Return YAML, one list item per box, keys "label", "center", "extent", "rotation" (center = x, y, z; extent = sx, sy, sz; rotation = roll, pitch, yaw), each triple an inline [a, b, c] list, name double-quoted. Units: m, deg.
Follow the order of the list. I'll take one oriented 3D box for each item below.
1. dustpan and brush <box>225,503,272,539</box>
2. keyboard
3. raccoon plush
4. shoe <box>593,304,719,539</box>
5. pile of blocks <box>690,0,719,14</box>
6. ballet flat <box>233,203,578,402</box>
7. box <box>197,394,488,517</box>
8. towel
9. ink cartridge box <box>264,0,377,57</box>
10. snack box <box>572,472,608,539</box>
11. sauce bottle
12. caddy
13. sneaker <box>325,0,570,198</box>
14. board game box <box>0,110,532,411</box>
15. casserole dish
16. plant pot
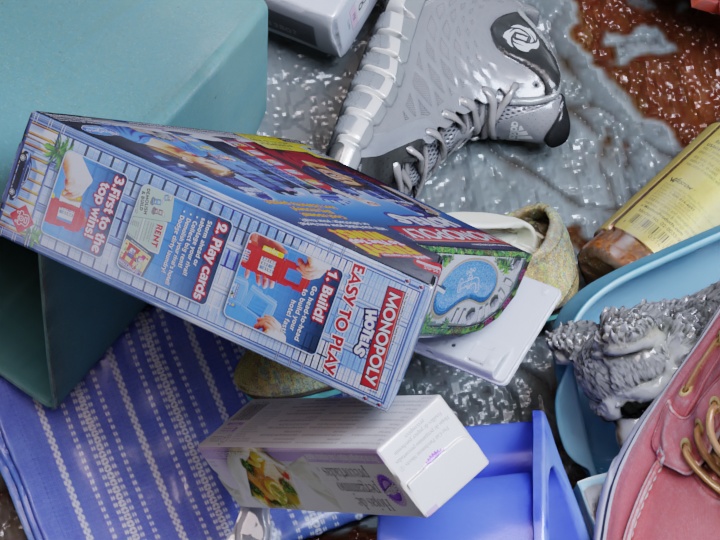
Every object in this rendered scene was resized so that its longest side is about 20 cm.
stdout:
- label: "dustpan and brush"
  center: [-0.057, 0.160, 1.377]
  extent: [0.139, 0.057, 0.200]
  rotation: [8, 65, -7]
- label: "keyboard"
  center: [0.000, 0.000, 1.383]
  extent: [0.200, 0.011, 0.056]
  rotation: [21, 61, 29]
- label: "raccoon plush"
  center: [0.170, 0.008, 1.373]
  extent: [0.134, 0.097, 0.200]
  rotation: [28, 54, -17]
- label: "shoe"
  center: [0.162, 0.072, 1.252]
  extent: [0.071, 0.091, 0.200]
  rotation: [28, 96, -1]
- label: "pile of blocks"
  center: [0.184, -0.171, 1.501]
  extent: [0.200, 0.082, 0.062]
  rotation: [29, 49, 23]
- label: "ballet flat"
  center: [0.022, 0.010, 1.423]
  extent: [0.200, 0.071, 0.071]
  rotation: [-16, 68, -29]
- label: "box"
  center: [-0.012, 0.082, 1.284]
  extent: [0.041, 0.200, 0.039]
  rotation: [-41, 104, -23]
- label: "towel"
  center: [-0.081, 0.079, 1.434]
  extent: [0.200, 0.024, 0.145]
  rotation: [-20, 71, -12]
- label: "ink cartridge box"
  center: [-0.038, -0.228, 1.542]
  extent: [0.162, 0.057, 0.200]
  rotation: [23, 72, 16]
- label: "snack box"
  center: [0.141, 0.204, 1.347]
  extent: [0.037, 0.116, 0.200]
  rotation: [-15, 69, -10]
- label: "sauce bottle"
  center: [0.200, -0.049, 1.487]
  extent: [0.200, 0.066, 0.066]
  rotation: [-41, 76, -17]
- label: "caddy"
  center: [0.062, 0.162, 1.323]
  extent: [0.105, 0.141, 0.200]
  rotation: [-1, 111, 2]
- label: "sneaker"
  center: [0.048, -0.072, 1.477]
  extent: [0.115, 0.075, 0.200]
  rotation: [20, 61, 0]
- label: "board game box"
  center: [-0.023, -0.003, 1.287]
  extent: [0.200, 0.200, 0.062]
  rotation: [28, 105, 34]
- label: "casserole dish"
  center: [0.171, 0.037, 1.427]
  extent: [0.200, 0.039, 0.121]
  rotation: [-22, 112, -24]
- label: "plant pot"
  center: [-0.140, -0.068, 1.422]
  extent: [0.141, 0.141, 0.200]
  rotation: [34, 59, 20]
